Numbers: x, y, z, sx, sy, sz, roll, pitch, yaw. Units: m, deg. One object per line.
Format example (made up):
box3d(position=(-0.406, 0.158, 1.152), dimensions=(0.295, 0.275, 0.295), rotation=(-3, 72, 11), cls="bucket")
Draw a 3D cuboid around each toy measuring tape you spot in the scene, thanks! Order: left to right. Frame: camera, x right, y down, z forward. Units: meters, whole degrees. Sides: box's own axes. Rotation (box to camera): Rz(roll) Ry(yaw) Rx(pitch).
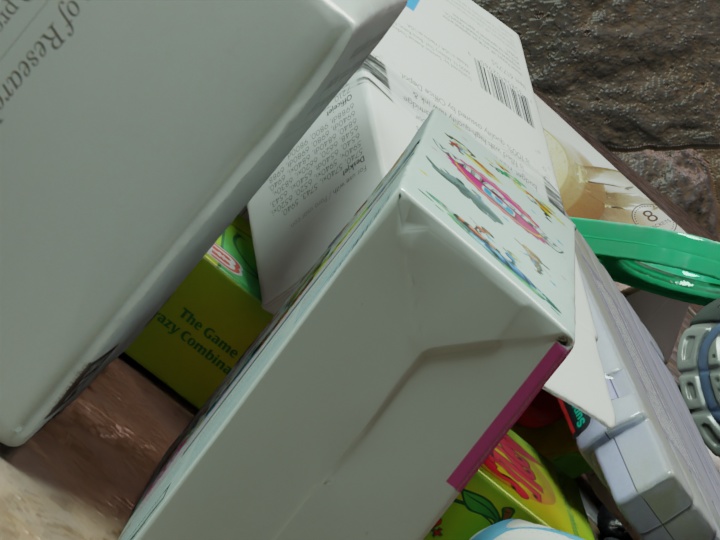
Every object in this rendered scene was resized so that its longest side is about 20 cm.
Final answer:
box3d(position=(0.080, 0.088, 1.168), dimensions=(0.201, 0.073, 0.074), rotation=(58, 11, 2), cls="toy measuring tape")

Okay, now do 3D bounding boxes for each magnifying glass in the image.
box3d(position=(0.096, -0.014, 1.240), dimensions=(0.199, 0.023, 0.080), rotation=(12, -9, 14), cls="magnifying glass")

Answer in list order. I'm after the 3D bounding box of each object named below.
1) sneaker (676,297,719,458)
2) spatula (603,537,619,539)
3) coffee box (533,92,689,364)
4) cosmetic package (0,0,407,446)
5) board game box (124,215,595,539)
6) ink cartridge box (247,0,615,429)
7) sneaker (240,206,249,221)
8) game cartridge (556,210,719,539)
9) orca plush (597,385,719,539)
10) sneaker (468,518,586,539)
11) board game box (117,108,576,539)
box3d(position=(0.192, 0.110, 1.180), dimensions=(0.087, 0.074, 0.201), rotation=(25, 59, -56), cls="sneaker")
box3d(position=(0.128, 0.150, 1.060), dimensions=(0.057, 0.021, 0.200), rotation=(48, -6, 39), cls="spatula")
box3d(position=(0.058, -0.024, 1.341), dimensions=(0.114, 0.080, 0.200), rotation=(-23, 53, -33), cls="coffee box")
box3d(position=(-0.115, -0.082, 0.840), dimensions=(0.200, 0.165, 0.165), rotation=(40, 11, -1), cls="cosmetic package")
box3d(position=(-0.004, 0.052, 1.010), dimensions=(0.200, 0.048, 0.102), rotation=(38, 10, -10), cls="board game box")
box3d(position=(0.017, -0.024, 0.987), dimensions=(0.116, 0.068, 0.201), rotation=(31, 34, -37), cls="ink cartridge box")
box3d(position=(-0.105, -0.085, 1.184), dimensions=(0.200, 0.080, 0.088), rotation=(49, 7, 20), cls="sneaker")
box3d(position=(0.109, 0.059, 1.093), dimensions=(0.130, 0.038, 0.200), rotation=(47, 14, -36), cls="game cartridge")
box3d(position=(0.145, 0.128, 1.275), dimensions=(0.106, 0.071, 0.201), rotation=(98, -31, -47), cls="orca plush")
box3d(position=(0.117, 0.152, 0.942), dimensions=(0.200, 0.077, 0.081), rotation=(38, 7, -20), cls="sneaker")
box3d(position=(-0.004, 0.038, 0.776), dimensions=(0.064, 0.148, 0.200), rotation=(38, 10, -4), cls="board game box")
